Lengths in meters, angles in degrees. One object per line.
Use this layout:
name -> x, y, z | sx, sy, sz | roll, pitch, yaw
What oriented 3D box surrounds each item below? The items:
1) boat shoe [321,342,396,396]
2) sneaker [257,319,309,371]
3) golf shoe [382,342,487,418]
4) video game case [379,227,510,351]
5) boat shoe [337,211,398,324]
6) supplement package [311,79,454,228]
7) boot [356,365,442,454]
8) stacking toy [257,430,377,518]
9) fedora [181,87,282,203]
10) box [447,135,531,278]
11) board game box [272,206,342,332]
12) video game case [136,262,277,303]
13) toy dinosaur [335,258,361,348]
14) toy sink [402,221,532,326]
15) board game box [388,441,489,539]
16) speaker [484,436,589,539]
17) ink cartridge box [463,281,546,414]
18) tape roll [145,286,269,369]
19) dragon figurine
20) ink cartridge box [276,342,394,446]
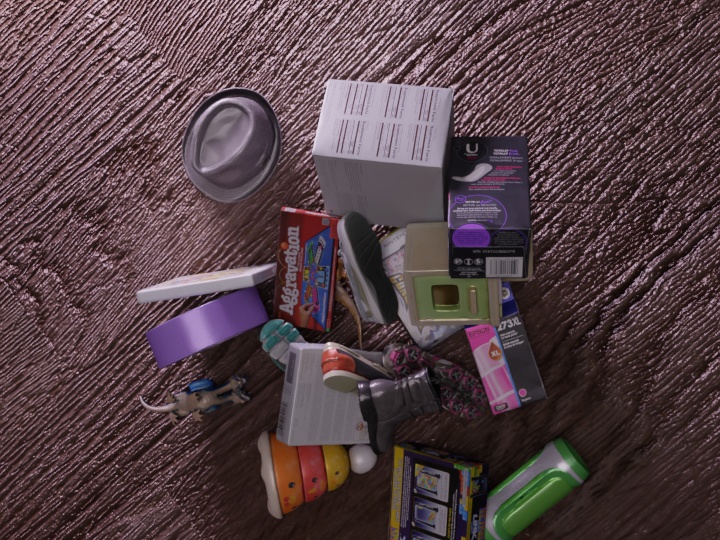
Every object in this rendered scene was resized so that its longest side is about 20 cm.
boat shoe -> 0.011, 0.175, 1.562 | 0.071, 0.199, 0.063 | -31, 50, 31
sneaker -> -0.101, 0.155, 1.635 | 0.078, 0.091, 0.200 | -45, 109, -15
golf shoe -> 0.124, 0.177, 1.593 | 0.199, 0.092, 0.073 | 34, 85, -14
video game case -> 0.124, 0.008, 1.606 | 0.179, 0.025, 0.202 | -33, 87, 10
boat shoe -> 0.001, 0.000, 1.565 | 0.064, 0.075, 0.204 | -2, 124, 36
supplement package -> 0.044, -0.179, 1.508 | 0.197, 0.192, 0.149 | 7, 63, 9
boot -> 0.072, 0.230, 1.538 | 0.130, 0.201, 0.071 | -11, 57, 3
stacking toy -> -0.069, 0.328, 1.622 | 0.197, 0.146, 0.149 | -11, 91, -5
fedora -> -0.229, -0.215, 1.626 | 0.177, 0.090, 0.200 | 44, 100, 6
box -> 0.191, -0.096, 1.428 | 0.120, 0.107, 0.202 | 1, 48, 7
board game box -> -0.089, 0.000, 1.589 | 0.101, 0.019, 0.203 | 9, 113, 8
video game case -> -0.247, 0.019, 1.595 | 0.197, 0.182, 0.023 | -9, 95, 11
toy dinosaur -> -0.047, 0.027, 1.634 | 0.199, 0.061, 0.107 | 35, 112, -4
toy sink -> 0.172, 0.008, 1.501 | 0.197, 0.113, 0.131 | -1, 137, 9
board game box -> 0.125, 0.399, 1.573 | 0.164, 0.056, 0.204 | 8, 96, 44
speaker -> 0.275, 0.363, 1.566 | 0.200, 0.088, 0.089 | -41, 85, 10
ink cartridge box -> 0.232, 0.128, 1.575 | 0.093, 0.037, 0.203 | -18, 96, 9
tape roll -> -0.253, 0.094, 1.591 | 0.198, 0.200, 0.066 | -25, 89, 11
dragon figurine -> -0.286, 0.226, 1.676 | 0.198, 0.099, 0.060 | -13, 92, 30
ink cartridge box -> -0.038, 0.207, 1.601 | 0.047, 0.198, 0.163 | 14, 97, 54
